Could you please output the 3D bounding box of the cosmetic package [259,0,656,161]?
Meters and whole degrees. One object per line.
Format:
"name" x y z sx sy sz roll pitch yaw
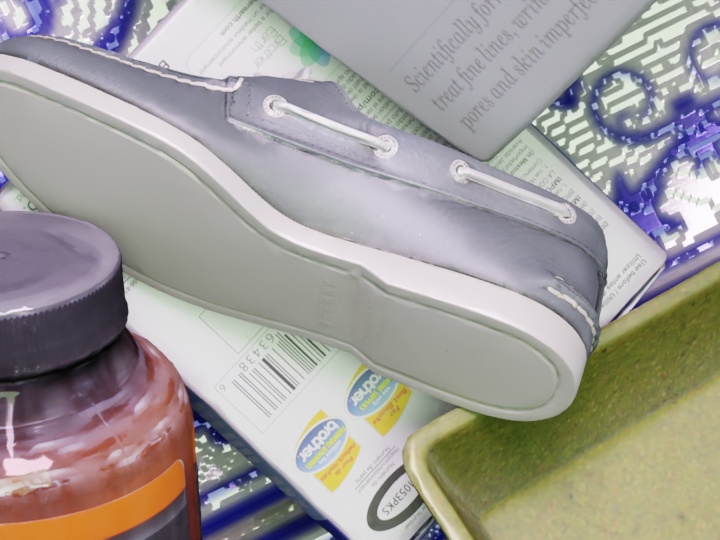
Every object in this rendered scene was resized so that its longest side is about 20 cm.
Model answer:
"cosmetic package" 0.045 -0.176 0.799 0.165 0.165 0.200 35 59 -6

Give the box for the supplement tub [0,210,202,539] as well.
"supplement tub" -0.098 0.086 0.824 0.107 0.107 0.201 -4 114 -6

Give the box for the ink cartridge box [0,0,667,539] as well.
"ink cartridge box" 0.000 0.000 0.877 0.200 0.076 0.136 43 87 -3

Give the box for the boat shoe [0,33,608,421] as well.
"boat shoe" -0.020 -0.024 0.813 0.199 0.073 0.062 25 57 3

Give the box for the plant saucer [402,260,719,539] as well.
"plant saucer" 0.133 0.101 0.849 0.199 0.048 0.200 -27 77 -28
